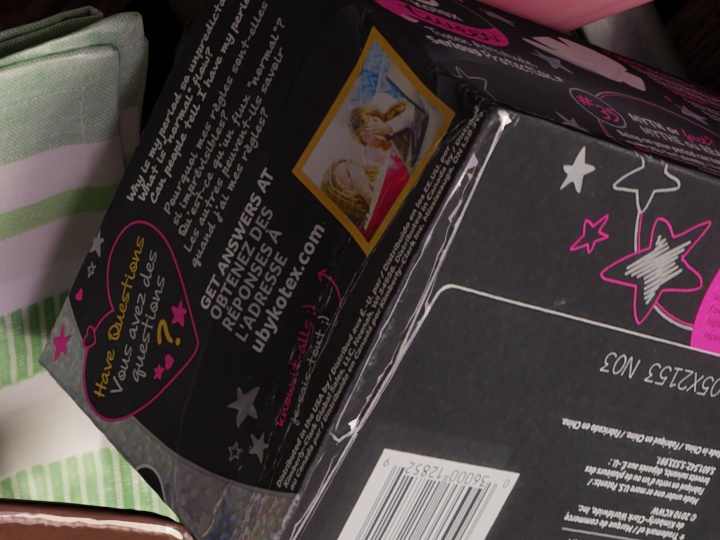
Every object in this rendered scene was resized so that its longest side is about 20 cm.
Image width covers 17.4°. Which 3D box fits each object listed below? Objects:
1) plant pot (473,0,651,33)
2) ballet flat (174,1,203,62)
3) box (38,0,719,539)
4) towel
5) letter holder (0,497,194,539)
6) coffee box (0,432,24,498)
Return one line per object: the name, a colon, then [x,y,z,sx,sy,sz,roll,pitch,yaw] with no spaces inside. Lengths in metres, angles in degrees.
plant pot: [0.045,-0.149,0.667,0.178,0.200,0.200,-31,136,-1]
ballet flat: [0.000,0.000,0.761,0.070,0.071,0.201,-25,103,-28]
box: [0.041,0.012,0.607,0.199,0.115,0.133,14,110,-42]
towel: [-0.110,0.044,0.593,0.152,0.023,0.201,-25,130,-31]
letter holder: [-0.122,0.135,0.529,0.198,0.101,0.143,1,113,-24]
coffee box: [-0.145,0.082,0.685,0.080,0.113,0.201,-35,135,-21]
